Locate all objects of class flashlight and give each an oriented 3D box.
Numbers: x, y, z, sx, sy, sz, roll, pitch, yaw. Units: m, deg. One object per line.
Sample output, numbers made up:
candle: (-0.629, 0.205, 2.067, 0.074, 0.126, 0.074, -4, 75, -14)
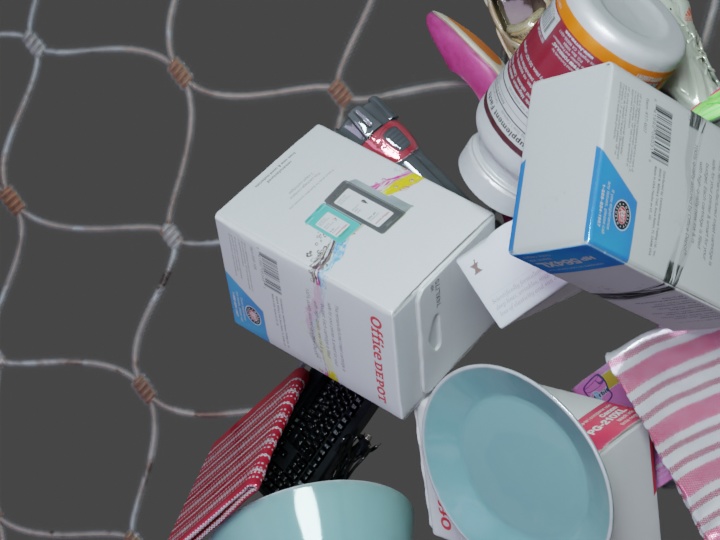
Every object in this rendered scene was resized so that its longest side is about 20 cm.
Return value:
flashlight: (0.059, -0.067, 1.630, 0.068, 0.068, 0.200, -45, 82, 15)

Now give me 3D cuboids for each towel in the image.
towel: (-0.114, 0.183, 1.682, 0.022, 0.200, 0.145, 41, 119, -10)
towel: (0.308, 0.123, 1.461, 0.146, 0.030, 0.200, -27, 104, 14)

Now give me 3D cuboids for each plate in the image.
plate: (0.134, 0.167, 1.491, 0.200, 0.026, 0.201, 23, 125, 37)

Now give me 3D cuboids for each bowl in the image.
bowl: (-0.036, 0.288, 1.643, 0.201, 0.201, 0.105, -37, 48, 27)

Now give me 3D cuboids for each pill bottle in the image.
pill bottle: (0.167, -0.140, 1.469, 0.113, 0.113, 0.200, 46, 127, 13)

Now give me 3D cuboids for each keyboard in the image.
keyboard: (-0.036, 0.159, 1.726, 0.104, 0.040, 0.200, 40, 114, 16)

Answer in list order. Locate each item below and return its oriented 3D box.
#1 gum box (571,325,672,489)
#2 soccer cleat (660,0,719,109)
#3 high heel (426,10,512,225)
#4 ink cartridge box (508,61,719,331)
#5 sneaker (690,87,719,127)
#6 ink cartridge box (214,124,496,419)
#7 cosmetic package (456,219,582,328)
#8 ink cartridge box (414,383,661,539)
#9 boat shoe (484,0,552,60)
gum box: (0.297, 0.087, 1.530, 0.200, 0.066, 0.114, -39, 81, 26)
soccer cleat: (0.264, -0.184, 1.505, 0.078, 0.069, 0.200, -45, 80, 6)
high heel: (0.106, -0.134, 1.592, 0.096, 0.067, 0.200, -42, 91, 16)
ink cartridge box: (0.218, -0.051, 1.375, 0.084, 0.200, 0.146, -10, 64, 46)
sneaker: (0.356, -0.120, 1.432, 0.200, 0.077, 0.084, -8, 97, 5)
ink cartridge box: (0.000, 0.000, 1.579, 0.200, 0.146, 0.147, 29, 146, 28)
cosmetic package: (0.170, -0.018, 1.501, 0.102, 0.200, 0.074, -36, 83, 27)
ink cartridge box: (0.154, 0.180, 1.563, 0.200, 0.084, 0.145, 13, 121, 41)
boat shoe: (0.152, -0.204, 1.557, 0.071, 0.064, 0.200, -33, 83, 27)
